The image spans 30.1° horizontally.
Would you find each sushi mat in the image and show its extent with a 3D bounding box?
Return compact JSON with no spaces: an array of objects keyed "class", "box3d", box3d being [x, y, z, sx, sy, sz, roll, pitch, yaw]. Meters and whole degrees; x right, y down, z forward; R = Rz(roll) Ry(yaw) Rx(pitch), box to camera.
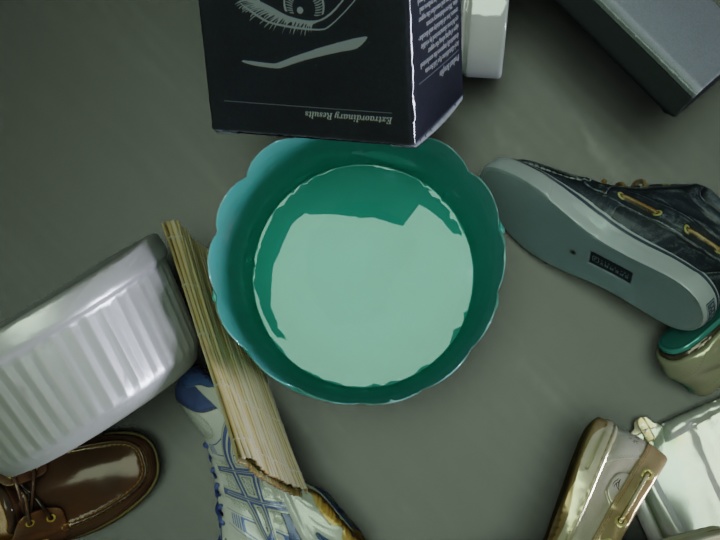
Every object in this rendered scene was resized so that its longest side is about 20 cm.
[{"class":"sushi mat","box3d":[-0.089,0.062,0.946,0.012,0.096,0.201,-28,60,10]}]

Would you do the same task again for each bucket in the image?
[{"class":"bucket","box3d":[0.000,0.000,0.957,0.206,0.135,0.208,0,85,3]}]

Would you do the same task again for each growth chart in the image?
[{"class":"growth chart","box3d":[0.291,0.151,0.987,0.199,0.018,0.145,-18,85,2]}]

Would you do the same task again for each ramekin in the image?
[{"class":"ramekin","box3d":[-0.205,0.063,0.946,0.202,0.202,0.095,-30,97,1]}]

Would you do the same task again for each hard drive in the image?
[{"class":"hard drive","box3d":[0.187,-0.207,0.968,0.200,0.139,0.033,47,129,6]}]

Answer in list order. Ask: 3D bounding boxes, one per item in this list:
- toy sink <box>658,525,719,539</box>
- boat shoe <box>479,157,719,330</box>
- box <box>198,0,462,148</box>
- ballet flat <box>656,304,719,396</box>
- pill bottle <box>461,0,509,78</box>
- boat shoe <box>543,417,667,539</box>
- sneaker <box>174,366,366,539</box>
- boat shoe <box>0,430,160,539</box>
[{"class":"toy sink","box3d":[0.214,0.288,0.858,0.130,0.112,0.201,-12,108,-15]},{"class":"boat shoe","box3d":[0.189,-0.039,0.990,0.200,0.071,0.091,34,59,19]},{"class":"box","box3d":[-0.019,-0.190,0.852,0.147,0.104,0.201,8,117,20]},{"class":"ballet flat","box3d":[0.304,0.018,0.979,0.200,0.069,0.070,-41,84,2]},{"class":"pill bottle","box3d":[0.009,-0.196,0.984,0.199,0.114,0.115,5,86,5]},{"class":"boat shoe","box3d":[0.155,0.204,0.911,0.069,0.074,0.201,20,84,8]},{"class":"sneaker","box3d":[-0.083,0.164,0.984,0.088,0.075,0.200,-40,84,1]},{"class":"boat shoe","box3d":[-0.247,0.174,0.998,0.199,0.068,0.072,-18,85,2]}]
